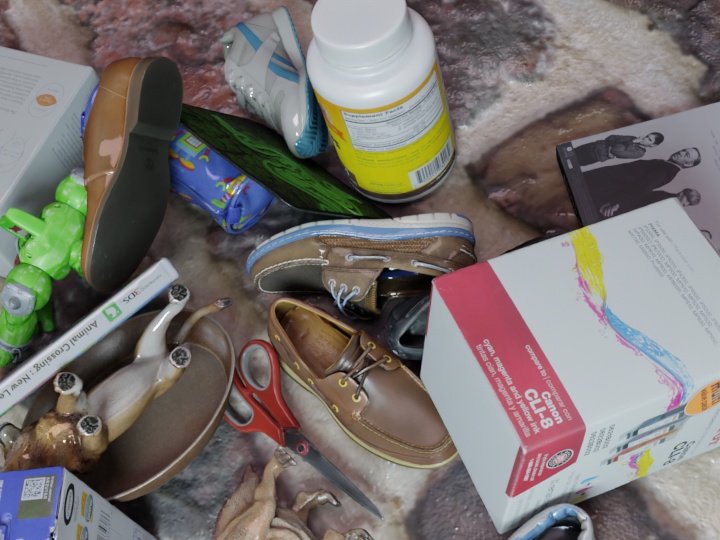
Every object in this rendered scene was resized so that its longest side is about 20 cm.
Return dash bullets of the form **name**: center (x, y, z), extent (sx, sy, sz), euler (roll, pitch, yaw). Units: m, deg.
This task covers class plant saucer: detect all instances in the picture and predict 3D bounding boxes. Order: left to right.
- **plant saucer**: center (-0.188, 0.116, 0.881), extent (0.200, 0.034, 0.200), euler (-16, 41, 15)

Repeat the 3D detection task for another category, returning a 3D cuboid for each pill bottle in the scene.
- **pill bottle**: center (0.018, -0.153, 0.920), extent (0.109, 0.200, 0.109), euler (-6, 58, 10)

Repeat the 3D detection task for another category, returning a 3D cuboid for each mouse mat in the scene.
- **mouse mat**: center (-0.078, -0.099, 0.951), extent (0.200, 0.161, 0.008), euler (39, 109, 29)

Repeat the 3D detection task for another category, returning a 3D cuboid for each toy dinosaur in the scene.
- **toy dinosaur**: center (-0.065, 0.221, 0.790), extent (0.136, 0.086, 0.200), euler (-45, 54, -6)

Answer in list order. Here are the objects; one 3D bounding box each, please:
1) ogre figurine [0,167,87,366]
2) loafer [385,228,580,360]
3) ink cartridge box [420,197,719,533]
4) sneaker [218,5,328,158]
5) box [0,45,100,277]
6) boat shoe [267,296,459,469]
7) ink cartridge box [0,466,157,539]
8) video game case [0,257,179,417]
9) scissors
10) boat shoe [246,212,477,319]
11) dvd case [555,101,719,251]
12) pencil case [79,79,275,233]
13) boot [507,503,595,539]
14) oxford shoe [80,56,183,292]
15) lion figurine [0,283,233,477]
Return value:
- **ogre figurine**: center (-0.275, -0.015, 0.948), extent (0.098, 0.120, 0.200), euler (45, 70, -2)
- **loafer**: center (0.116, 0.022, 0.851), extent (0.200, 0.070, 0.068), euler (-22, 95, 3)
- **ink cartridge box**: center (0.164, 0.067, 0.763), extent (0.200, 0.145, 0.145), euler (-19, 57, -13)
- **sneaker**: center (-0.084, -0.174, 1.036), extent (0.081, 0.077, 0.200), euler (-19, 48, 0)
- **box**: center (-0.340, -0.105, 1.040), extent (0.124, 0.097, 0.200), euler (16, 64, 22)
- **boat shoe**: center (-0.003, 0.088, 0.860), extent (0.200, 0.068, 0.072), euler (35, 73, 28)
- **ink cartridge box**: center (-0.218, 0.226, 0.750), extent (0.076, 0.200, 0.137), euler (-7, 58, 10)
- **video game case**: center (-0.235, 0.058, 0.867), extent (0.182, 0.200, 0.022), euler (-39, 97, -15)
- **scissors**: center (-0.057, 0.141, 0.866), extent (0.073, 0.014, 0.200), euler (-45, 65, 15)
- **boat shoe**: center (0.000, 0.000, 0.909), extent (0.200, 0.072, 0.072), euler (-10, 59, 8)
- **dvd case**: center (0.284, -0.071, 0.911), extent (0.200, 0.025, 0.150), euler (-14, 57, 5)
- **pencil case**: center (-0.172, -0.110, 0.990), extent (0.200, 0.078, 0.087), euler (31, 51, 14)
- **boot**: center (0.087, 0.240, 0.729), extent (0.074, 0.096, 0.200), euler (36, 73, 29)
- **oxford shoe**: center (-0.205, -0.082, 0.898), extent (0.071, 0.071, 0.200), euler (9, 84, 29)
- **lion figurine**: center (-0.185, 0.095, 0.820), extent (0.200, 0.122, 0.072), euler (-32, 76, -28)
